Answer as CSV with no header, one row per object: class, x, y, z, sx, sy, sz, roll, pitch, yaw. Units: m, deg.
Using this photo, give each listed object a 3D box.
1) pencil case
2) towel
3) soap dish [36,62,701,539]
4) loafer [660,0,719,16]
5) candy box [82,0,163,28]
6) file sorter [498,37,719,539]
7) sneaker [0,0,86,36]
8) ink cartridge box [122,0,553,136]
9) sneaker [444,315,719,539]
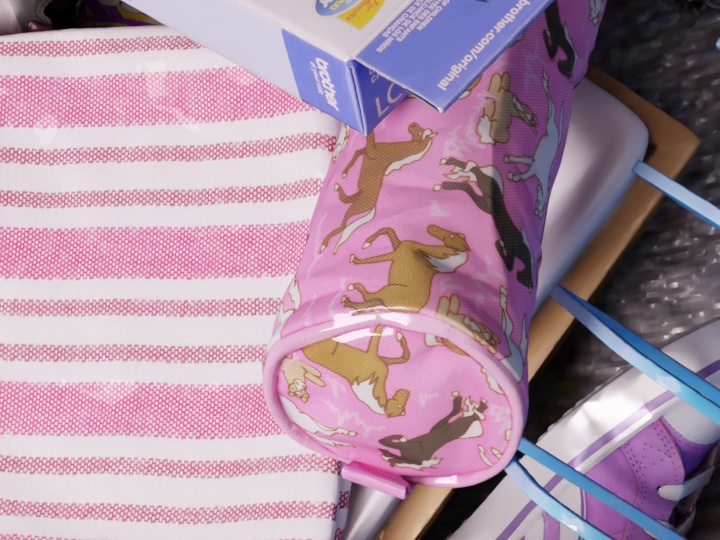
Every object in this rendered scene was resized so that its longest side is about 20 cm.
pencil case,0.025,-0.031,0.903,0.083,0.087,0.200,-13,44,29
towel,-0.073,0.011,0.982,0.146,0.030,0.201,-2,74,15
soap dish,0.000,0.000,1.023,0.157,0.081,0.200,35,87,22
loafer,0.146,-0.097,0.988,0.199,0.072,0.063,8,109,22
candy box,-0.137,-0.085,1.144,0.200,0.026,0.103,16,99,25
file sorter,0.140,0.007,0.886,0.123,0.139,0.200,33,94,-13
sneaker,-0.100,-0.060,1.076,0.115,0.076,0.200,28,118,17
ink cartridge box,-0.013,-0.114,0.894,0.200,0.042,0.119,29,62,32
sneaker,0.090,0.111,1.009,0.114,0.073,0.201,49,118,15
